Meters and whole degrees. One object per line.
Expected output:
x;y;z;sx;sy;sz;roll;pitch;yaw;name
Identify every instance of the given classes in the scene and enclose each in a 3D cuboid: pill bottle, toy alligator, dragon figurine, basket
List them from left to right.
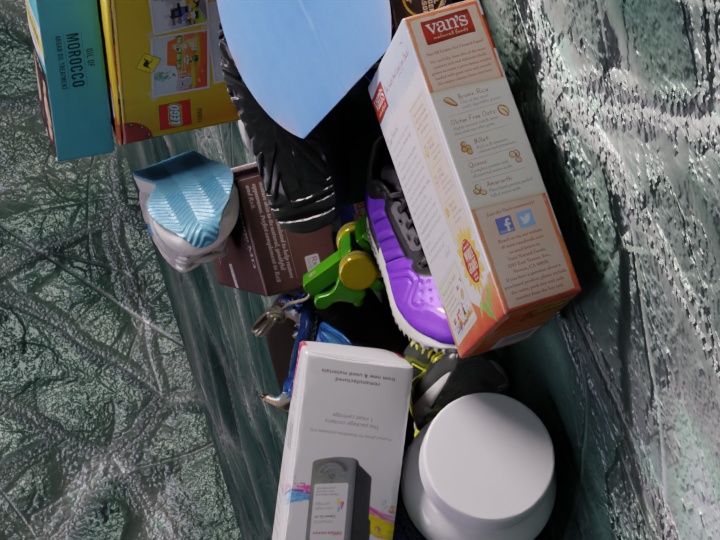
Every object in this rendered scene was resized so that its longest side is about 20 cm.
-0.016;0.079;1.726;0.059;0.100;0.199;31;173;-38;dragon figurine
-0.010;0.097;1.916;0.200;0.135;0.181;-117;5;-59;basket
0.000;0.000;1.709;0.054;0.200;0.059;39;-159;-22;toy alligator
0.082;0.167;1.592;0.200;0.115;0.117;100;152;-67;pill bottle

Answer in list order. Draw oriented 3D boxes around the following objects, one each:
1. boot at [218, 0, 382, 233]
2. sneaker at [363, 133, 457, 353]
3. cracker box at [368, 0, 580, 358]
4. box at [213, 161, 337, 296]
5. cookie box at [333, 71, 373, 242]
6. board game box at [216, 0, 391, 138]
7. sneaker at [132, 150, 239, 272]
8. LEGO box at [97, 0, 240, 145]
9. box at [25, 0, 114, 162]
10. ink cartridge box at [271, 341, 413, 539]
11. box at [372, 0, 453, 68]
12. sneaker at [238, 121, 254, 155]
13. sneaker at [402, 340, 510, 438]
-0.039;-0.136;1.646;0.168;0.076;0.202;-45;-57;-71;boot
0.044;-0.028;1.534;0.201;0.069;0.100;-119;19;-49;sneaker
0.071;-0.057;1.404;0.134;0.057;0.202;125;127;-73;cracker box
-0.081;-0.038;1.830;0.200;0.074;0.101;-175;69;-74;box
-0.031;-0.108;1.860;0.200;0.075;0.172;-125;23;-57;cookie box
-0.030;-0.193;1.496;0.200;0.039;0.159;-42;70;52;board game box
-0.133;-0.040;1.754;0.200;0.076;0.081;-131;21;-72;sneaker
-0.134;-0.209;1.705;0.201;0.148;0.077;91;161;-45;LEGO box
-0.235;-0.193;1.712;0.082;0.049;0.201;-117;20;-52;box
-0.017;0.157;1.588;0.148;0.085;0.202;-151;67;-86;ink cartridge box
0.012;-0.231;1.515;0.200;0.049;0.163;166;93;-80;box
-0.097;-0.215;2.036;0.118;0.073;0.202;-133;39;-53;sneaker
0.061;0.081;1.678;0.200;0.074;0.085;110;143;-71;sneaker
